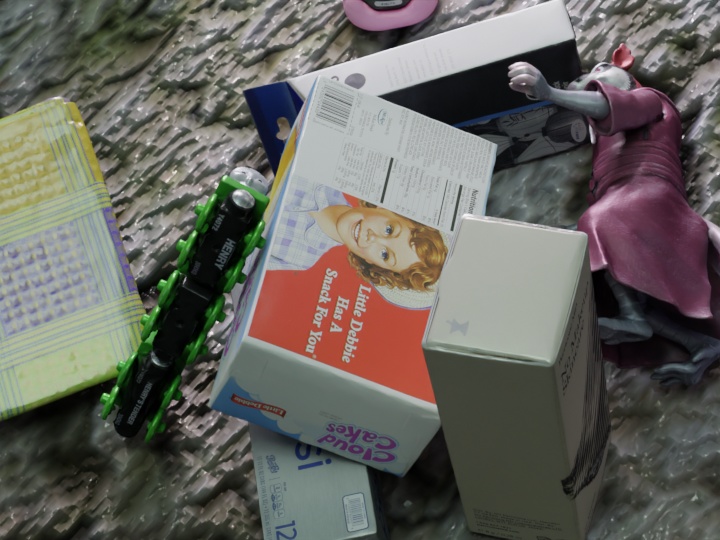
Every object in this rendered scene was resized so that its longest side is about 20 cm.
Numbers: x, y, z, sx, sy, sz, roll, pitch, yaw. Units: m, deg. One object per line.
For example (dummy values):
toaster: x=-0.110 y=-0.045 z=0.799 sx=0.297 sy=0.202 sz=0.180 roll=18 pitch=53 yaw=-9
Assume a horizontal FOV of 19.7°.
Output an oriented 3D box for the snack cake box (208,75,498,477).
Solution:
snack cake box: x=0.000 y=0.000 z=1.135 sx=0.114 sy=0.067 sz=0.201 roll=21 pitch=49 yaw=-8

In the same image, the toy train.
toy train: x=-0.095 y=0.019 z=1.155 sx=0.041 sy=0.201 sz=0.057 roll=28 pitch=40 yaw=-4

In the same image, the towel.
towel: x=-0.214 y=-0.006 z=1.268 sx=0.143 sy=0.023 sz=0.201 roll=-20 pitch=66 yaw=-6

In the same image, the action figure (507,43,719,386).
action figure: x=0.160 y=-0.047 z=1.162 sx=0.147 sy=0.134 sz=0.202 roll=-4 pitch=59 yaw=10

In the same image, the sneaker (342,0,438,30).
sneaker: x=0.012 y=-0.257 z=1.360 sx=0.078 sy=0.096 sz=0.201 roll=-12 pitch=54 yaw=8

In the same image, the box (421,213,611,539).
box: x=0.084 y=0.062 z=1.067 sx=0.068 sy=0.201 sz=0.083 roll=9 pitch=60 yaw=16

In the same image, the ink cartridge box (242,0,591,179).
ink cartridge box: x=0.037 y=-0.092 z=1.242 sx=0.198 sy=0.100 sz=0.039 roll=-16 pitch=53 yaw=4

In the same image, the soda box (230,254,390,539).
soda box: x=-0.028 y=0.081 z=1.163 sx=0.063 sy=0.068 sz=0.201 roll=-13 pitch=55 yaw=4
